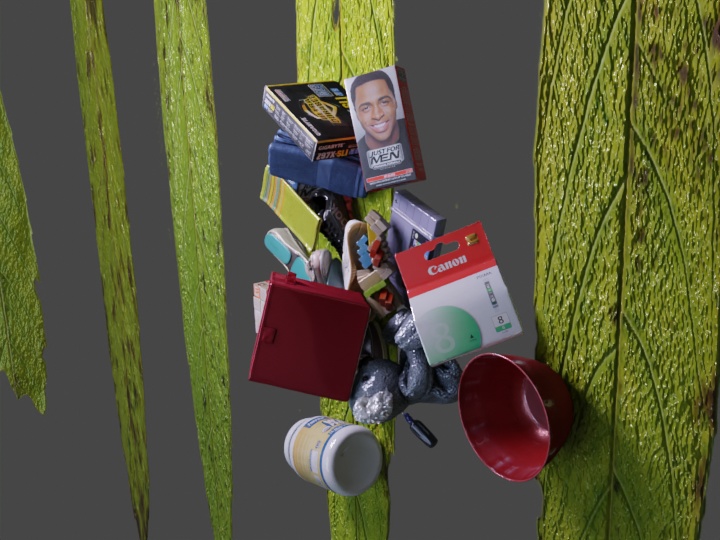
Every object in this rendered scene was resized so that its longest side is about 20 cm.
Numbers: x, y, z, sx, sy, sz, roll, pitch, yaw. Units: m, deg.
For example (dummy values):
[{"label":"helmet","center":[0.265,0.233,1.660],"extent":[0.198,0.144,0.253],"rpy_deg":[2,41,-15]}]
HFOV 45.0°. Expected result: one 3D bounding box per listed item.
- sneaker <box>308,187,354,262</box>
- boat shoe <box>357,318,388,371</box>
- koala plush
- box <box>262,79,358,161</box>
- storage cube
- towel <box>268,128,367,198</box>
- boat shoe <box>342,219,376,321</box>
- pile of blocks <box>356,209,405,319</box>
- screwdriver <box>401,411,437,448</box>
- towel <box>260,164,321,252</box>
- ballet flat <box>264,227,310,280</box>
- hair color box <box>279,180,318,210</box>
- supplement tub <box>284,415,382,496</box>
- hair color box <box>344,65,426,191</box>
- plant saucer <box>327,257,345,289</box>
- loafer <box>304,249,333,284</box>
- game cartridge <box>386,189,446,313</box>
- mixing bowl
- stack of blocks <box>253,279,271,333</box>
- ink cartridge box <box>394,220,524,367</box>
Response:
[{"label":"sneaker","center":[-0.046,-0.081,1.717],"extent":[0.071,0.098,0.201],"rpy_deg":[-25,80,54]},{"label":"boat shoe","center":[0.007,0.190,1.747],"extent":[0.072,0.072,0.201],"rpy_deg":[20,116,52]},{"label":"koala plush","center":[0.064,0.195,1.518],"extent":[0.184,0.200,0.177],"rpy_deg":[55,172,-4]},{"label":"box","center":[-0.068,-0.284,1.627],"extent":[0.200,0.159,0.050],"rpy_deg":[50,137,36]},{"label":"storage cube","center":[-0.092,0.113,1.548],"extent":[0.171,0.179,0.201],"rpy_deg":[-132,56,-82]},{"label":"towel","center":[-0.074,-0.199,1.647],"extent":[0.112,0.199,0.049],"rpy_deg":[105,179,-60]},{"label":"boat shoe","center":[0.000,0.000,1.663],"extent":[0.069,0.070,0.201],"rpy_deg":[-133,40,-69]},{"label":"pile of blocks","center":[0.024,-0.009,1.576],"extent":[0.082,0.062,0.201],"rpy_deg":[-10,93,14]},{"label":"screwdriver","center":[0.078,0.266,1.682],"extent":[0.200,0.029,0.028],"rpy_deg":[48,173,25]},{"label":"towel","center":[-0.142,-0.125,1.738],"extent":[0.200,0.018,0.086],"rpy_deg":[47,140,35]},{"label":"ballet flat","center":[-0.133,-0.020,1.898],"extent":[0.200,0.069,0.070],"rpy_deg":[52,139,25]},{"label":"hair color box","center":[-0.096,-0.217,1.743],"extent":[0.061,0.100,0.201],"rpy_deg":[46,136,38]},{"label":"supplement tub","center":[-0.062,0.389,1.848],"extent":[0.200,0.144,0.145],"rpy_deg":[1,101,56]},{"label":"hair color box","center":[0.044,-0.247,1.525],"extent":[0.101,0.061,0.201],"rpy_deg":[-12,90,22]},{"label":"plant saucer","center":[-0.034,0.075,1.730],"extent":[0.201,0.038,0.202],"rpy_deg":[2,-90,-82]},{"label":"loafer","center":[-0.083,0.006,1.737],"extent":[0.200,0.063,0.072],"rpy_deg":[59,-147,-74]},{"label":"game cartridge","center":[0.092,-0.031,1.588],"extent":[0.130,0.038,0.201],"rpy_deg":[45,135,45]},{"label":"mixing bowl","center":[0.257,0.215,1.351],"extent":[0.200,0.108,0.201],"rpy_deg":[24,120,52]},{"label":"stack of blocks","center":[-0.173,0.121,1.955],"extent":[0.058,0.115,0.201],"rpy_deg":[22,119,51]},{"label":"ink cartridge box","center":[0.157,0.036,1.410],"extent":[0.050,0.160,0.201],"rpy_deg":[25,-136,-77]}]
